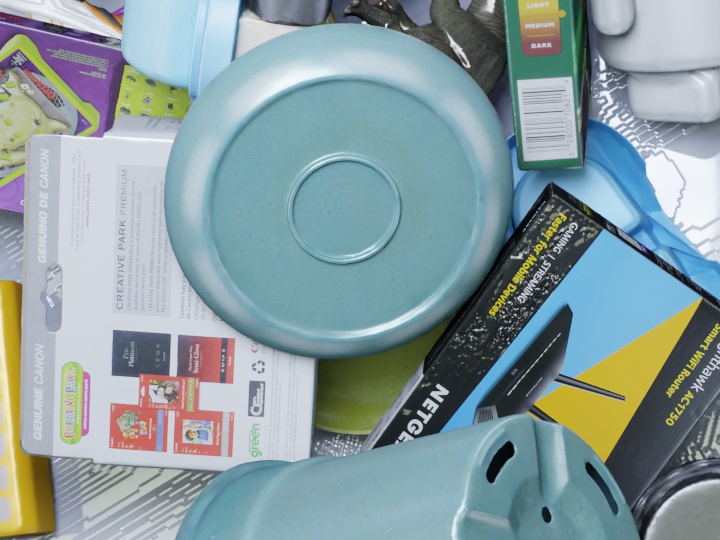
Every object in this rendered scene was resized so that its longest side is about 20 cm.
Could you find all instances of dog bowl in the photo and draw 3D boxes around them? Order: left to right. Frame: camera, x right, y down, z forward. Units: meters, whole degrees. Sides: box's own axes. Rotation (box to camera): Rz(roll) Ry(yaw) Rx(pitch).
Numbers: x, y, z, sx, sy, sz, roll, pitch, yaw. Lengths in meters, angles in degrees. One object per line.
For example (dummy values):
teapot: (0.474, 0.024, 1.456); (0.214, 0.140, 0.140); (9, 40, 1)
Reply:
dog bowl: (0.154, 0.000, 1.393); (0.111, 0.050, 0.200); (-36, 79, 3)

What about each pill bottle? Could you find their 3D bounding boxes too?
pill bottle: (0.205, 0.164, 1.289); (0.111, 0.200, 0.113); (-1, 83, 8)

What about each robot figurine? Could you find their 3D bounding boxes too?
robot figurine: (0.193, -0.191, 1.358); (0.113, 0.169, 0.201); (5, 108, 41)

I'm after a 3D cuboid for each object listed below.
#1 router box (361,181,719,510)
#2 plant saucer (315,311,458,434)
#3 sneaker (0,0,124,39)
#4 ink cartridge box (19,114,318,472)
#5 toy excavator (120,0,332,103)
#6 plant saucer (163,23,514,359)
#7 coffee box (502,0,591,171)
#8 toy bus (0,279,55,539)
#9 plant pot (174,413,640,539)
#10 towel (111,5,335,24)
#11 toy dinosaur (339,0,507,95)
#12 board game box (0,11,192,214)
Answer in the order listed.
router box: (0.115, 0.072, 1.330); (0.149, 0.051, 0.200); (34, 102, -4)
plant saucer: (0.000, 0.000, 1.402); (0.199, 0.031, 0.201); (2, 95, 25)
sneaker: (-0.178, -0.124, 1.425); (0.199, 0.076, 0.093); (14, 91, 11)
ink cartridge box: (-0.110, 0.012, 1.350); (0.175, 0.084, 0.201); (4, 101, 0)
toy excavator: (-0.114, -0.167, 1.329); (0.199, 0.195, 0.100); (10, 118, -2)
plant saucer: (-0.010, -0.038, 1.267); (0.199, 0.027, 0.201); (-3, 113, -6)
coffee box: (0.107, -0.173, 1.320); (0.044, 0.123, 0.201); (-2, 122, 10)
toy bus: (-0.246, 0.071, 1.437); (0.078, 0.065, 0.201); (-8, 83, 7)
plant pot: (0.034, 0.172, 1.204); (0.196, 0.200, 0.201); (-25, 79, 39)
towel: (-0.100, -0.118, 1.458); (0.199, 0.023, 0.144); (-24, 82, 6)
toy dinosaur: (0.041, -0.128, 1.365); (0.102, 0.200, 0.077); (52, 136, 4)
board game box: (-0.188, -0.090, 1.387); (0.199, 0.032, 0.121); (13, 108, -3)
